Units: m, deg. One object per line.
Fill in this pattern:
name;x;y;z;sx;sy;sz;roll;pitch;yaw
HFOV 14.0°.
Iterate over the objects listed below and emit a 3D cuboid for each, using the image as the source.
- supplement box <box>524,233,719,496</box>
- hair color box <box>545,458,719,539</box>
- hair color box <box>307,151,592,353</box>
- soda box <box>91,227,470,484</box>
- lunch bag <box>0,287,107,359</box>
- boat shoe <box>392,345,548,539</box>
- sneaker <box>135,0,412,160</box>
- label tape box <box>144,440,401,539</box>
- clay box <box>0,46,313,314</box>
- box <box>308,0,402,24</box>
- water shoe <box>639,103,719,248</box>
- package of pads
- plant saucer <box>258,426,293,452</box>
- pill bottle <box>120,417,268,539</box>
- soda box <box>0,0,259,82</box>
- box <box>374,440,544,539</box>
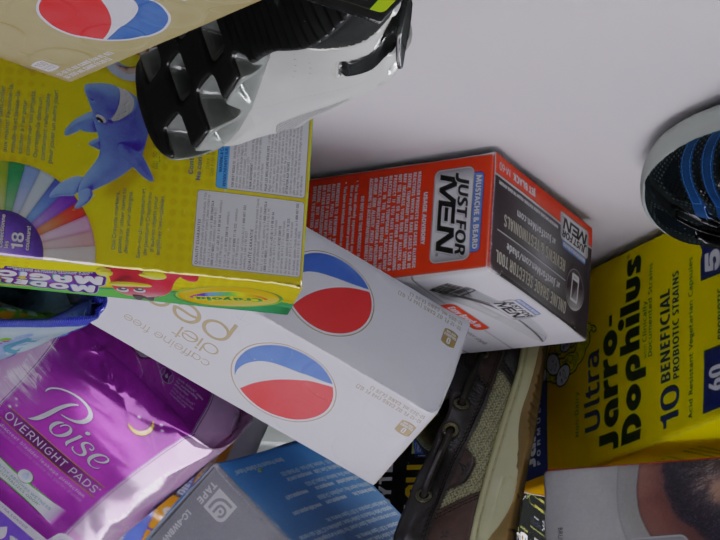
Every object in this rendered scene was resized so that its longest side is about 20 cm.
supplement box;0.177;0.049;1.474;0.109;0.109;0.200;12;159;-25
hair color box;0.189;0.147;1.395;0.199;0.111;0.064;-7;160;24
hair color box;0.000;0.000;1.430;0.200;0.064;0.111;-6;158;28
soda box;-0.055;0.013;1.344;0.200;0.064;0.068;30;137;-9
lunch bag;-0.232;-0.015;1.296;0.200;0.128;0.170;35;149;-26
boat shoe;0.055;0.070;1.458;0.065;0.200;0.073;11;130;1
sneaker;-0.012;-0.106;1.125;0.088;0.074;0.200;-9;166;-28
label tape box;0.005;0.176;1.424;0.066;0.200;0.143;-47;167;17
clay box;-0.121;-0.051;1.215;0.199;0.115;0.048;6;162;-7
box;-0.018;-0.170;0.861;0.193;0.048;0.200;13;139;-34
water shoe;0.176;-0.032;1.282;0.071;0.079;0.200;9;161;-16
package of pads;-0.156;0.084;1.428;0.120;0.076;0.200;42;123;-12
plant saucer;-0.048;0.073;1.675;0.199;0.050;0.200;2;162;1
pill bottle;-0.153;0.070;1.532;0.200;0.112;0.112;24;160;-1
soda box;-0.069;-0.130;1.053;0.068;0.064;0.200;19;157;-38
box;0.059;0.113;1.606;0.049;0.160;0.200;-6;160;22
